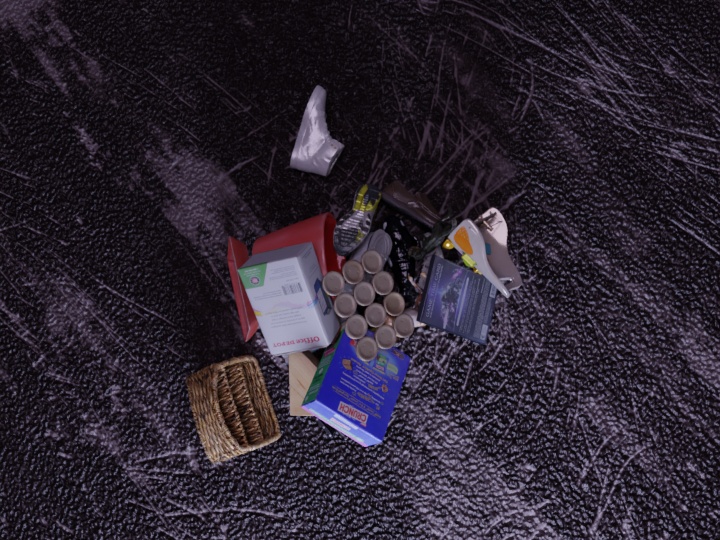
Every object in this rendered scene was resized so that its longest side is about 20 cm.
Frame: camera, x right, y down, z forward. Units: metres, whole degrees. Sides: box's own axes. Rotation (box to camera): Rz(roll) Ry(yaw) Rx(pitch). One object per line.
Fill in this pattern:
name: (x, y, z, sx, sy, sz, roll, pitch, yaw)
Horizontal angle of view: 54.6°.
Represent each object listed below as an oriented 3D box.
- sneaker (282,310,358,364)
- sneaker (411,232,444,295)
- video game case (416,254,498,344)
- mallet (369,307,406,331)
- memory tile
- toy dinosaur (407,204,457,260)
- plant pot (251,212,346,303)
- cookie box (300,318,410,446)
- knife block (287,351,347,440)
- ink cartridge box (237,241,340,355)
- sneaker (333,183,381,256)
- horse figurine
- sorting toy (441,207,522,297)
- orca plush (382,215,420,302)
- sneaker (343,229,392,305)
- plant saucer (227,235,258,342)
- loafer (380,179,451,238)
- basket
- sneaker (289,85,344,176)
sneaker: (-0.097, 0.132, 1.562, 0.197, 0.077, 0.082, -29, 87, 0)
sneaker: (0.152, 0.017, 1.561, 0.086, 0.076, 0.205, -13, 79, 2)
video game case: (0.215, 0.066, 1.517, 0.197, 0.019, 0.146, 20, 80, -31)
mallet: (0.026, 0.148, 1.558, 0.197, 0.041, 0.067, -28, 83, -7)
memory tile: (0.018, 0.070, 1.446, 0.152, 0.017, 0.203, -29, 95, -24)
toy dinosaur: (0.170, -0.085, 1.487, 0.047, 0.200, 0.089, 36, 57, -5)
plant pot: (-0.135, -0.014, 1.542, 0.173, 0.200, 0.206, -8, 80, 12)
cookie box: (-0.007, 0.231, 1.449, 0.170, 0.075, 0.202, 34, 55, -14)
knife block: (-0.065, 0.257, 1.500, 0.171, 0.064, 0.205, -1, 92, 4)
ink cartridge box: (-0.143, 0.060, 1.431, 0.142, 0.088, 0.204, -11, 109, 23)
sneaker: (-0.002, -0.099, 1.561, 0.073, 0.085, 0.202, 20, 56, 13)
horse figurine: (0.103, 0.083, 1.509, 0.196, 0.050, 0.135, -23, 102, 0)
sorting toy: (0.281, -0.027, 1.517, 0.107, 0.199, 0.181, -41, 81, 28)
orca plush: (0.081, -0.031, 1.577, 0.103, 0.071, 0.205, 4, 81, 6)
sneaker: (0.000, 0.000, 1.545, 0.077, 0.080, 0.202, 48, 57, -27)
plant saucer: (-0.255, 0.043, 1.538, 0.036, 0.200, 0.204, -12, 79, -15)
loafer: (0.136, -0.145, 1.590, 0.198, 0.073, 0.072, 33, 84, 9)
basket: (-0.277, 0.297, 1.517, 0.146, 0.143, 0.204, -19, 80, 2)
sneaker: (-0.085, -0.323, 1.644, 0.113, 0.074, 0.204, 17, 92, 6)
